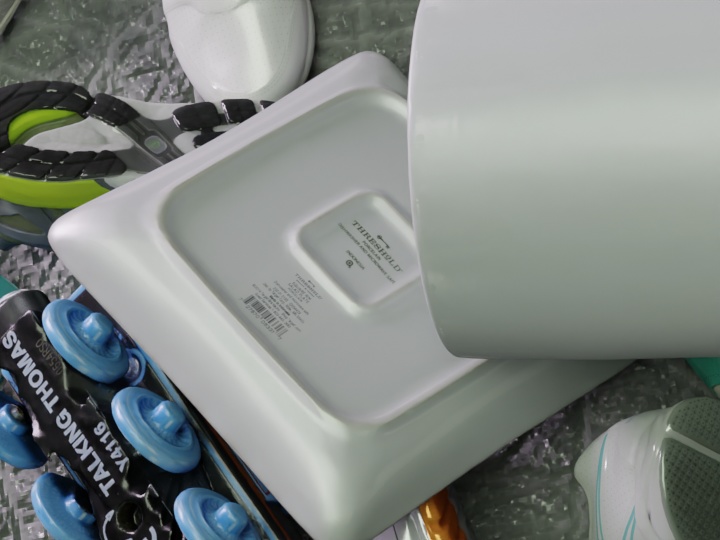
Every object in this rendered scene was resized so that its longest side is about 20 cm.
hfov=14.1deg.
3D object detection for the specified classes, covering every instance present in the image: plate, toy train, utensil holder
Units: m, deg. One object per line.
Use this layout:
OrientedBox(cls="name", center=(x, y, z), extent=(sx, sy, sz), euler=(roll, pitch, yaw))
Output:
OrientedBox(cls="plate", center=(0.000, 0.000, 1.251), extent=(0.200, 0.032, 0.200), euler=(-31, 67, -31))
OrientedBox(cls="toy train", center=(-0.089, 0.089, 1.274), extent=(0.087, 0.114, 0.200), euler=(-46, 68, 22))
OrientedBox(cls="utensil holder", center=(0.132, -0.045, 1.159), extent=(0.199, 0.170, 0.171), euler=(-3, 76, 14))

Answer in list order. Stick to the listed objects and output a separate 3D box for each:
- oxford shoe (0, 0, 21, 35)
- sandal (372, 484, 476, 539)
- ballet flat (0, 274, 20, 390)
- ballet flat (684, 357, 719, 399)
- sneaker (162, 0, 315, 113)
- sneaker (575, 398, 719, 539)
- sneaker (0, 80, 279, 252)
OrientedBox(cls="oxford shoe", center=(-0.184, -0.159, 1.399), extent=(0.200, 0.058, 0.075), euler=(-42, 70, 6))
OrientedBox(cls="sandal", center=(0.026, 0.145, 1.242), extent=(0.059, 0.079, 0.207), euler=(-25, 72, 8))
OrientedBox(cls="ballet flat", center=(-0.232, -0.004, 1.372), extent=(0.200, 0.072, 0.072), euler=(41, 91, 28))
OrientedBox(cls="ballet flat", center=(0.207, 0.062, 1.209), extent=(0.199, 0.067, 0.071), euler=(16, 77, 20))
OrientedBox(cls="sneaker", center=(-0.072, -0.165, 1.353), extent=(0.070, 0.080, 0.201), euler=(-15, 74, 12))
OrientedBox(cls="sneaker", center=(0.139, 0.155, 1.209), extent=(0.080, 0.070, 0.201), euler=(-13, 85, 56))
OrientedBox(cls="sneaker", center=(-0.084, -0.033, 1.331), extent=(0.199, 0.081, 0.074), euler=(11, 52, 3))
